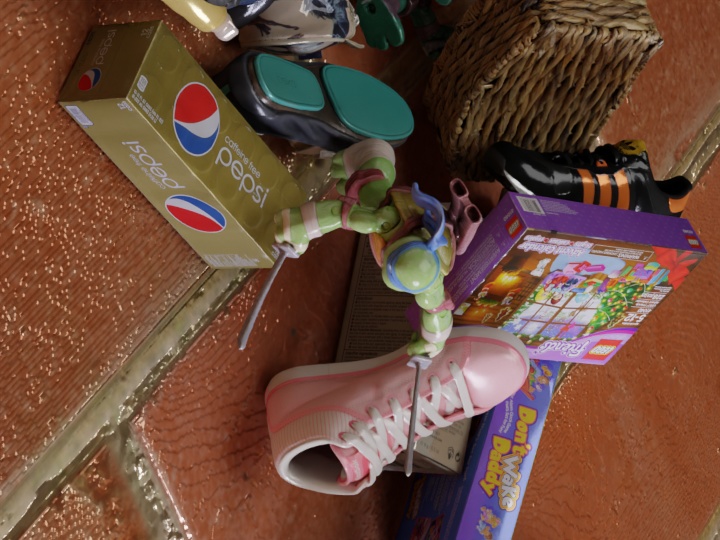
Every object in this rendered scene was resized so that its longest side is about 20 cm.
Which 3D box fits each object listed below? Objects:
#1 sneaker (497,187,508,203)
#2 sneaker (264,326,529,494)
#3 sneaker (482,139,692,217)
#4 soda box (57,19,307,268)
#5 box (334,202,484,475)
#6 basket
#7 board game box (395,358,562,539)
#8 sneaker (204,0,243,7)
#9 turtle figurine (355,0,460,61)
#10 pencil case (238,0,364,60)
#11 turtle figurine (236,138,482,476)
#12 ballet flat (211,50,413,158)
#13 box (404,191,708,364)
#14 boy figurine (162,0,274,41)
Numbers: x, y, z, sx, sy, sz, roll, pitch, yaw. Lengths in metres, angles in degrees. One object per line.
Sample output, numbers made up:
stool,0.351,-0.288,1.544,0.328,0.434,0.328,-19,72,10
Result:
sneaker,0.150,-0.015,1.857,0.200,0.088,0.075,-105,-151,-76
sneaker,0.027,0.108,1.637,0.105,0.200,0.076,-90,165,-53
sneaker,0.183,-0.077,1.811,0.200,0.070,0.090,27,103,-38
soda box,-0.119,-0.083,1.564,0.200,0.064,0.068,50,51,-43
box,0.041,0.051,1.767,0.078,0.095,0.201,32,66,-52
basket,0.125,-0.183,1.807,0.142,0.200,0.149,1,56,-23
board game box,0.088,0.159,1.797,0.045,0.134,0.201,25,66,-15
sneaker,-0.105,-0.252,1.475,0.076,0.087,0.201,86,8,-56
turtle figurine,0.072,-0.239,1.808,0.150,0.101,0.200,-59,169,29
pencil case,-0.042,-0.256,1.654,0.089,0.078,0.201,2,88,-20
turtle figurine,0.000,0.000,1.591,0.194,0.143,0.201,-84,-170,-67
ballet flat,-0.042,-0.119,1.671,0.200,0.073,0.073,9,83,-54
box,0.149,0.009,1.709,0.200,0.137,0.039,6,46,-40
boy figurine,-0.127,-0.202,1.510,0.124,0.064,0.200,54,24,15
